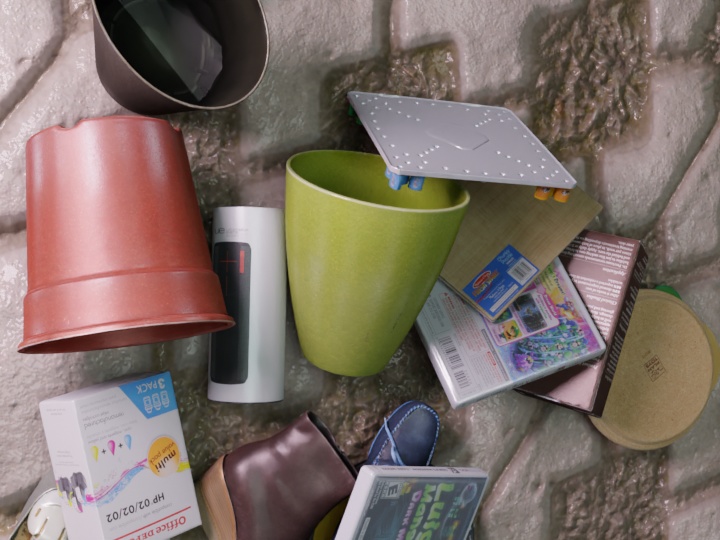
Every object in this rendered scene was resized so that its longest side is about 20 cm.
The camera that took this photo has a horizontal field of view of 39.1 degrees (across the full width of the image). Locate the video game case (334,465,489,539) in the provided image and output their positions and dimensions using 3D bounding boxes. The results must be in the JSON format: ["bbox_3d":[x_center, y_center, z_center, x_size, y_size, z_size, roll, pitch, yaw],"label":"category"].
[{"bbox_3d":[0.037,0.293,1.031,0.181,0.023,0.201,12,101,-44],"label":"video game case"}]

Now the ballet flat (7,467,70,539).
[{"bbox_3d":[-0.313,0.272,0.981,0.067,0.064,0.200,36,78,-15],"label":"ballet flat"}]

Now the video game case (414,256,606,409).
[{"bbox_3d":[0.144,0.032,1.112,0.181,0.024,0.200,-18,66,-13],"label":"video game case"}]

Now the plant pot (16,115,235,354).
[{"bbox_3d":[-0.229,-0.032,0.958,0.200,0.201,0.196,-6,83,-19],"label":"plant pot"}]

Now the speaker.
[{"bbox_3d":[-0.116,0.033,1.047,0.081,0.081,0.201,2,89,-19],"label":"speaker"}]

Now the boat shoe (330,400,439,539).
[{"bbox_3d":[0.037,0.234,1.066,0.084,0.069,0.201,25,77,-10],"label":"boat shoe"}]

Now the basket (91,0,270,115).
[{"bbox_3d":[-0.187,-0.220,0.962,0.136,0.200,0.181,-42,103,-16],"label":"basket"}]

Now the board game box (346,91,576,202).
[{"bbox_3d":[0.100,-0.132,1.073,0.199,0.200,0.026,3,120,-17],"label":"board game box"}]

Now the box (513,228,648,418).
[{"bbox_3d":[0.251,0.057,1.156,0.100,0.075,0.201,16,81,27],"label":"box"}]

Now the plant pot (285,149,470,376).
[{"bbox_3d":[0.000,0.000,1.041,0.186,0.187,0.201,4,111,-19],"label":"plant pot"}]

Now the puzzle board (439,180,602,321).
[{"bbox_3d":[0.153,-0.053,1.134,0.151,0.017,0.200,41,68,15],"label":"puzzle board"}]

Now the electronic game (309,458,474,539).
[{"bbox_3d":[0.034,0.303,1.115,0.199,0.042,0.201,1,88,-20],"label":"electronic game"}]

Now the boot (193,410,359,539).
[{"bbox_3d":[-0.067,0.262,1.034,0.166,0.072,0.200,-31,92,12],"label":"boot"}]

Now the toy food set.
[{"bbox_3d":[0.342,0.114,1.223,0.198,0.049,0.200,42,77,-14],"label":"toy food set"}]

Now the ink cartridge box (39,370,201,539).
[{"bbox_3d":[-0.227,0.209,0.988,0.115,0.068,0.201,-15,95,-47],"label":"ink cartridge box"}]
